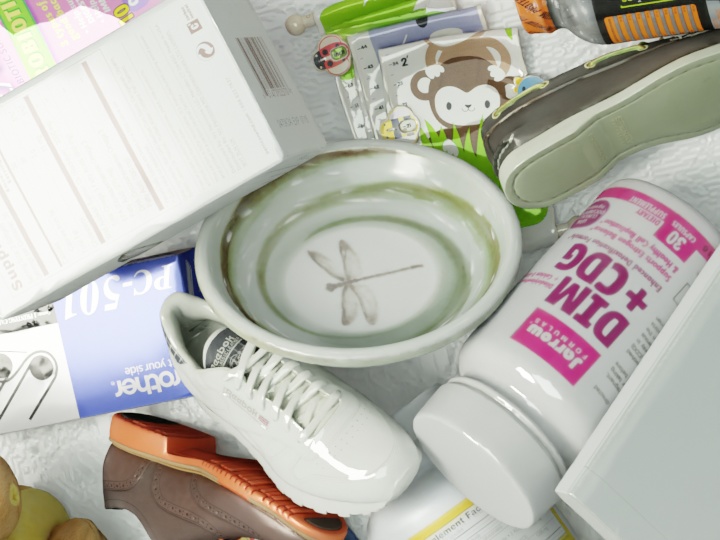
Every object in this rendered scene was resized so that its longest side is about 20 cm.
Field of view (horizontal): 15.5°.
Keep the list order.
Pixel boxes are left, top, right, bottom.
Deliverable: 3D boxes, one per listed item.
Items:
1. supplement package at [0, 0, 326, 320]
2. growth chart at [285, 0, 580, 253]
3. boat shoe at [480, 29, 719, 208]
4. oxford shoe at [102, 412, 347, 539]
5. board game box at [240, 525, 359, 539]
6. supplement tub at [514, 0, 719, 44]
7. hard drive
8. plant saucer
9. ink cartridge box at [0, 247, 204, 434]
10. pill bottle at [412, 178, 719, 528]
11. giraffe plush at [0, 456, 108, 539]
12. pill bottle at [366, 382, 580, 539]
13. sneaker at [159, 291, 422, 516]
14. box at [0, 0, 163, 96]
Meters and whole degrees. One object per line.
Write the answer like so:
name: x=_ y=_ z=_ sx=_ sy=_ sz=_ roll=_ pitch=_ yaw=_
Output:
supplement package: x=-0.141 y=-0.072 z=1.567 sx=0.199 sy=0.117 sz=0.118 roll=-29 pitch=90 yaw=14
growth chart: x=0.054 y=-0.095 z=1.671 sx=0.144 sy=0.018 sz=0.201 roll=-22 pitch=91 yaw=13
boat shoe: x=0.169 y=-0.110 z=1.616 sx=0.200 sy=0.072 sz=0.061 roll=-25 pitch=50 yaw=1
oxford shoe: x=-0.087 y=0.151 z=1.665 sx=0.199 sy=0.071 sz=0.073 roll=21 pitch=98 yaw=43
board game box: x=-0.040 y=0.236 z=1.714 sx=0.135 sy=0.035 sz=0.200 roll=-39 pitch=86 yaw=13
supplement tub: x=0.190 y=-0.202 z=1.576 sx=0.199 sy=0.123 sz=0.123 roll=-7 pitch=94 yaw=12
hard drive: x=0.214 y=0.088 z=1.547 sx=0.132 sy=0.026 sz=0.200 roll=43 pitch=74 yaw=-25
plant saucer: x=0.000 y=0.000 z=1.610 sx=0.199 sy=0.201 sz=0.050 roll=6 pitch=134 yaw=12
ink cartridge box: x=-0.196 y=0.050 z=1.726 sx=0.199 sy=0.044 sz=0.095 roll=-12 pitch=94 yaw=13
pill bottle: x=0.130 y=0.051 z=1.576 sx=0.113 sy=0.113 sz=0.200 roll=41 pitch=71 yaw=6
giraffe plush: x=-0.257 y=0.179 z=1.652 sx=0.172 sy=0.201 sz=0.163 roll=-1 pitch=133 yaw=15
pill bottle: x=0.074 y=0.174 z=1.643 sx=0.112 sy=0.112 sz=0.200 roll=-36 pitch=87 yaw=13
sneaker: x=-0.048 y=0.080 z=1.600 sx=0.200 sy=0.081 sz=0.076 roll=28 pitch=67 yaw=37
box: x=-0.184 y=-0.121 z=1.681 sx=0.199 sy=0.097 sz=0.176 roll=-31 pitch=89 yaw=14
